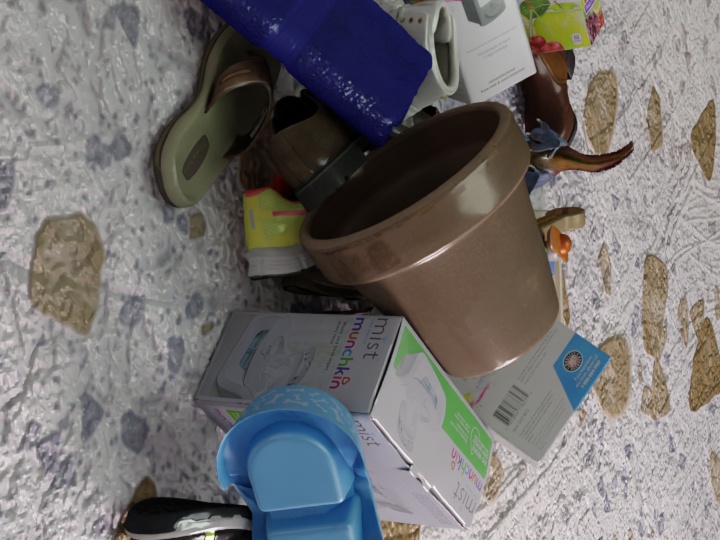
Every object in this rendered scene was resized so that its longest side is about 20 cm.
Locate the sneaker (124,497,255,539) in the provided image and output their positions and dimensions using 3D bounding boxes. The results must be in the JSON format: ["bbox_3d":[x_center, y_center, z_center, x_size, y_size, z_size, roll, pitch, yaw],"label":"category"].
[{"bbox_3d":[-0.111,0.227,1.036,0.199,0.071,0.084,21,73,-56],"label":"sneaker"}]

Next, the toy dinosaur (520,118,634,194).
[{"bbox_3d":[0.187,-0.107,1.428,0.181,0.198,0.106,-10,113,-81],"label":"toy dinosaur"}]

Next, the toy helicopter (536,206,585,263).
[{"bbox_3d":[0.194,-0.040,1.451,0.199,0.131,0.080,-23,109,-44],"label":"toy helicopter"}]

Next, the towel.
[{"bbox_3d":[-0.038,-0.198,1.087,0.199,0.050,0.148,39,39,-9],"label":"towel"}]

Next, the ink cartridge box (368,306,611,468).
[{"bbox_3d":[0.110,0.072,1.181,0.116,0.199,0.068,-53,170,-7],"label":"ink cartridge box"}]

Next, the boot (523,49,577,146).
[{"bbox_3d":[0.198,-0.252,1.547,0.200,0.068,0.190,45,53,-47],"label":"boot"}]

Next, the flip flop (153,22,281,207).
[{"bbox_3d":[-0.104,-0.132,1.066,0.081,0.057,0.201,61,42,-37],"label":"flip flop"}]

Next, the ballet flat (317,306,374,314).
[{"bbox_3d":[0.021,0.065,1.251,0.199,0.071,0.070,2,86,-58],"label":"ballet flat"}]

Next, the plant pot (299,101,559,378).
[{"bbox_3d":[0.076,-0.012,1.070,0.175,0.199,0.201,57,42,-18],"label":"plant pot"}]

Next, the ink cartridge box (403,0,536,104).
[{"bbox_3d":[0.078,-0.276,1.268,0.085,0.147,0.201,-30,118,-15],"label":"ink cartridge box"}]

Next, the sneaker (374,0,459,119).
[{"bbox_3d":[0.032,-0.241,1.205,0.073,0.115,0.202,-12,83,-54],"label":"sneaker"}]

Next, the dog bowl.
[{"bbox_3d":[-0.040,0.175,0.993,0.050,0.110,0.202,-80,159,-60],"label":"dog bowl"}]

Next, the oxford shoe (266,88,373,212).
[{"bbox_3d":[-0.028,-0.124,1.107,0.084,0.073,0.200,47,22,-7],"label":"oxford shoe"}]

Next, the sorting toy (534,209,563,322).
[{"bbox_3d":[0.201,0.022,1.574,0.199,0.036,0.187,-6,95,-58],"label":"sorting toy"}]

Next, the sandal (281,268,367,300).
[{"bbox_3d":[0.000,0.000,1.219,0.199,0.081,0.055,6,86,-51],"label":"sandal"}]

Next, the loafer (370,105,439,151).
[{"bbox_3d":[0.070,-0.134,1.331,0.200,0.072,0.072,30,66,-54],"label":"loafer"}]

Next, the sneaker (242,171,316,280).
[{"bbox_3d":[-0.037,-0.061,1.159,0.200,0.078,0.091,-32,109,-56],"label":"sneaker"}]

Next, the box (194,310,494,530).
[{"bbox_3d":[-0.009,0.129,1.104,0.200,0.175,0.097,52,48,-43],"label":"box"}]

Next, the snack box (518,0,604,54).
[{"bbox_3d":[0.151,-0.328,1.377,0.068,0.167,0.201,-55,132,-47],"label":"snack box"}]
